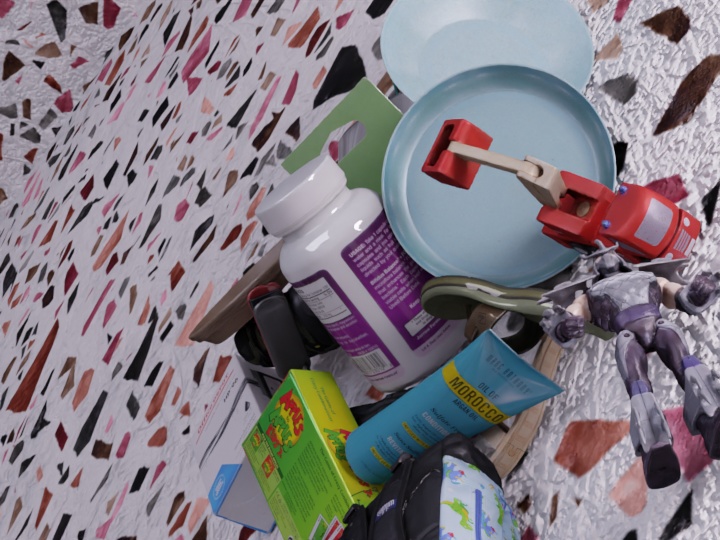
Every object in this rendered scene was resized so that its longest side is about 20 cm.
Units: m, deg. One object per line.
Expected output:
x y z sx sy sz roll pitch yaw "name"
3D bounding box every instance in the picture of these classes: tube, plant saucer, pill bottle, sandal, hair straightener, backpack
0.067 0.112 1.183 0.200 0.077 0.051 -38 24 41 "tube"
-0.093 0.006 1.493 0.200 0.029 0.200 -43 6 6 "plant saucer"
0.000 0.000 1.306 0.112 0.200 0.112 -36 13 9 "pill bottle"
0.117 -0.077 1.264 0.201 0.199 0.027 -64 -17 -6 "plant saucer"
0.117 -0.198 1.391 0.039 0.200 0.202 92 -172 -55 "plant saucer"
0.113 0.041 1.164 0.201 0.080 0.058 9 85 56 "sandal"
-0.059 0.114 1.394 0.041 0.201 0.077 -17 19 -7 "hair straightener"
0.050 0.242 1.073 0.163 0.154 0.200 -47 6 19 "backpack"

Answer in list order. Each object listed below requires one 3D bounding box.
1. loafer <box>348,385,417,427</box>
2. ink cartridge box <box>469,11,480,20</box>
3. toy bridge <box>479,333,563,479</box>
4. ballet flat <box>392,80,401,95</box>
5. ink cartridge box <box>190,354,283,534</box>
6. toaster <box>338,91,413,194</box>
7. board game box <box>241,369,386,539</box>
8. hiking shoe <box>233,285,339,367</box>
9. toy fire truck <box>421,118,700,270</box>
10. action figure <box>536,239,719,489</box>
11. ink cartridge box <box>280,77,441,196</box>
0.036 0.142 1.299 0.200 0.068 0.071 -24 78 46 "loafer"
0.123 -0.290 1.565 0.145 0.084 0.201 -29 39 51 "ink cartridge box"
0.109 0.131 1.193 0.200 0.027 0.067 -58 25 4 "toy bridge"
0.071 -0.168 1.523 0.200 0.070 0.071 76 -149 -65 "ballet flat"
-0.118 0.169 1.554 0.116 0.068 0.200 -62 23 12 "ink cartridge box"
0.061 -0.097 1.443 0.200 0.113 0.130 -28 42 38 "toaster"
-0.029 0.193 1.279 0.102 0.047 0.200 -56 45 30 "board game box"
-0.074 0.065 1.489 0.100 0.076 0.200 -25 -12 -10 "hiking shoe"
0.152 -0.060 1.155 0.200 0.141 0.049 18 80 60 "toy fire truck"
0.197 0.047 1.020 0.130 0.070 0.200 -21 46 3 "action figure"
0.028 -0.057 1.356 0.145 0.200 0.048 -42 9 39 "ink cartridge box"
